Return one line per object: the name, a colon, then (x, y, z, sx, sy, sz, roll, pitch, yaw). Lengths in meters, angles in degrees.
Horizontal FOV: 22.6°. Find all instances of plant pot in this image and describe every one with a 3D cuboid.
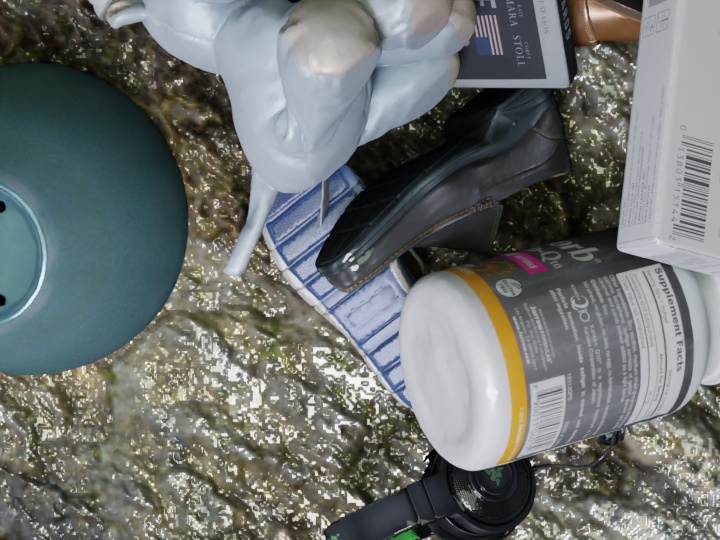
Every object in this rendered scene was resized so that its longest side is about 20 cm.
plant pot: (-0.217, -0.023, 1.111, 0.198, 0.135, 0.202, 1, 100, 7)

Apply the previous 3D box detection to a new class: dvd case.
dvd case: (0.020, -0.174, 1.052, 0.198, 0.025, 0.151, 3, 131, 23)

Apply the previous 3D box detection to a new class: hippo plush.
hippo plush: (-0.041, -0.141, 1.020, 0.161, 0.159, 0.201, 46, 138, 16)

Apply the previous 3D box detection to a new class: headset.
headset: (0.068, 0.123, 1.121, 0.198, 0.124, 0.095, -20, 78, -4)

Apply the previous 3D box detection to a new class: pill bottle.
pill bottle: (0.131, 0.039, 1.055, 0.198, 0.116, 0.118, -14, 100, -24)

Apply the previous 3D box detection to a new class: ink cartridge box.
ink cartridge box: (0.240, -0.092, 1.040, 0.175, 0.045, 0.202, 13, 78, -24)

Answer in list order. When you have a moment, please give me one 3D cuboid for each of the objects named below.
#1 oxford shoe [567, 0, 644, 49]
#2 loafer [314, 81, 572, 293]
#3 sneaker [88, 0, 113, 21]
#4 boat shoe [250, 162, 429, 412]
oxford shoe: (0.129, -0.162, 1.089, 0.198, 0.072, 0.072, 14, 132, 1)
loafer: (0.057, -0.041, 1.065, 0.200, 0.073, 0.073, -39, 106, -26)
sneaker: (-0.118, -0.250, 1.091, 0.080, 0.070, 0.200, 44, 100, 7)
boat shoe: (0.000, 0.000, 1.120, 0.072, 0.072, 0.201, -31, 97, 11)
